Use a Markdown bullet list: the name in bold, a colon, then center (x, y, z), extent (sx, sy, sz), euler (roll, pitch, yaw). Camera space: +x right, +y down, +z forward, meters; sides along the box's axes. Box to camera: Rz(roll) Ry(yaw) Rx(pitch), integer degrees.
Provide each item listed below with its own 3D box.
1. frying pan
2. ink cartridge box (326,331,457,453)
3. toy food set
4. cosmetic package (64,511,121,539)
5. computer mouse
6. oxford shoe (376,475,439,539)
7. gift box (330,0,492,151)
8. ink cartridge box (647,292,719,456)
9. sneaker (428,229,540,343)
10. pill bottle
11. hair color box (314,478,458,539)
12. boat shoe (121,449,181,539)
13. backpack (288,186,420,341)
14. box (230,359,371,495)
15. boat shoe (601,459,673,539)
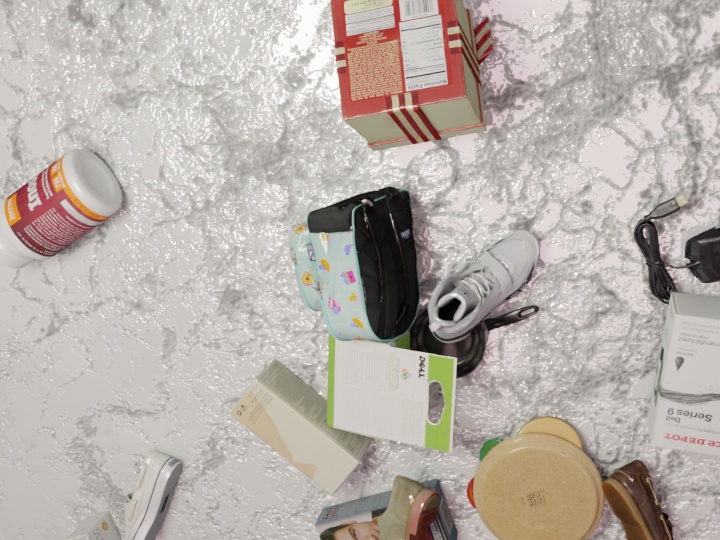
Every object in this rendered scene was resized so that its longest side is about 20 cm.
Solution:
- **frying pan**: center (0.153, 0.077, 1.282), extent (0.115, 0.031, 0.190), euler (45, 105, 1)
- **ink cartridge box**: center (0.055, 0.167, 1.279), extent (0.198, 0.076, 0.149), euler (9, 105, 25)
- **toy food set**: center (0.260, 0.328, 1.308), extent (0.197, 0.049, 0.201), euler (-31, 95, 18)
- **cosmetic package**: center (-0.422, 0.519, 1.491), extent (0.050, 0.083, 0.201), euler (-19, 99, 14)
- **computer mouse**: center (0.468, -0.048, 1.174), extent (0.199, 0.046, 0.141), euler (-22, 105, 27)
- **oxford shoe**: center (0.058, 0.395, 1.308), extent (0.074, 0.071, 0.201), euler (27, 109, 31)
- **gift box**: center (0.073, -0.274, 1.142), extent (0.183, 0.187, 0.202), euler (-3, 83, 15)
- **ink cartridge box**: center (0.477, 0.144, 1.185), extent (0.145, 0.084, 0.202), euler (7, 112, 12)
- **sneaker**: center (0.168, 0.021, 1.206), extent (0.200, 0.115, 0.075), euler (-45, 76, 6)
- **pill bottle**: center (-0.471, -0.088, 1.342), extent (0.199, 0.113, 0.113), euler (-32, 95, 17)
- **hair color box**: center (0.040, 0.402, 1.369), extent (0.199, 0.061, 0.100), euler (-19, 98, 17)
- **boat shoe**: center (-0.359, 0.390, 1.452), extent (0.065, 0.072, 0.201), euler (25, 106, 10)
- **backpack**: center (0.000, 0.000, 1.226), extent (0.152, 0.176, 0.202), euler (-11, 100, 31)
- **box**: center (-0.088, 0.237, 1.343), extent (0.200, 0.095, 0.078), euler (39, 109, 3)
- **boat shoe**: center (0.419, 0.370, 1.273), extent (0.070, 0.070, 0.201), euler (-30, 104, -23)
